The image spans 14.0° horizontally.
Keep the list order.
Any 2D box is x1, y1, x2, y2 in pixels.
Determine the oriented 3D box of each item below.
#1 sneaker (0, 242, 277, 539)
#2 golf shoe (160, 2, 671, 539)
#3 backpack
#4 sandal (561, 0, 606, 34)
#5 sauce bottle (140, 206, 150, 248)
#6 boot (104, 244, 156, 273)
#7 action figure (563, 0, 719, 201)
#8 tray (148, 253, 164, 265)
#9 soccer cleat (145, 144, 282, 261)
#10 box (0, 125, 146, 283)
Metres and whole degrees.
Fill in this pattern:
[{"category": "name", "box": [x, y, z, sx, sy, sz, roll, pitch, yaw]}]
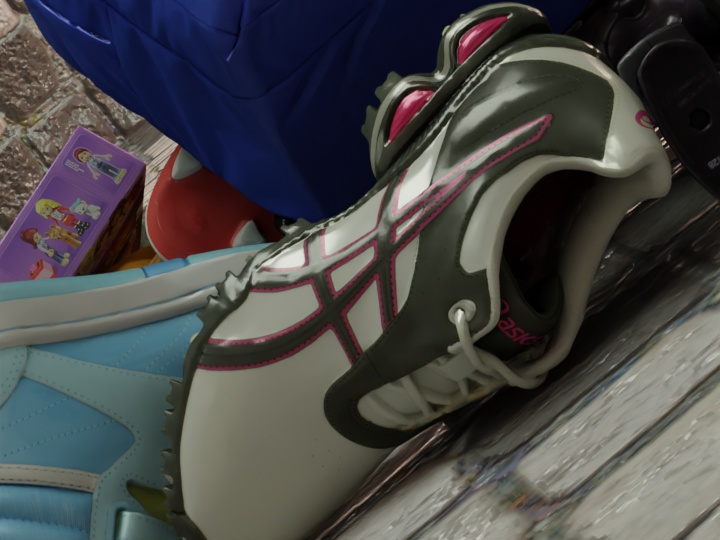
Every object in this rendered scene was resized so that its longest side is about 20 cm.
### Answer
[{"category": "sneaker", "box": [-0.059, 0.066, 0.960, 0.199, 0.131, 0.080, -9, -18, -13]}, {"category": "golf shoe", "box": [0.012, 0.015, 0.883, 0.200, 0.077, 0.088, -56, 41, 10]}, {"category": "backpack", "box": [-0.039, -0.141, 1.017, 0.162, 0.168, 0.200, -37, 40, -19]}, {"category": "sandal", "box": [0.102, -0.117, 1.068, 0.075, 0.045, 0.200, -3, -38, -31]}, {"category": "sauce bottle", "box": [-0.041, -0.060, 1.569, 0.200, 0.065, 0.065, -44, 9, -33]}, {"category": "boot", "box": [-0.055, -0.018, 1.354, 0.144, 0.071, 0.201, -49, 4, -14]}, {"category": "action figure", "box": [0.107, -0.070, 0.974, 0.130, 0.069, 0.200, -47, 4, 1]}, {"category": "tray", "box": [-0.098, 0.044, 1.196, 0.200, 0.037, 0.099, -53, 2, 24]}, {"category": "soccer cleat", "box": [-0.002, -0.063, 1.115, 0.200, 0.069, 0.085, -44, -5, -16]}, {"category": "box", "box": [-0.164, 0.046, 1.330, 0.200, 0.039, 0.137, -59, -6, -20]}]
